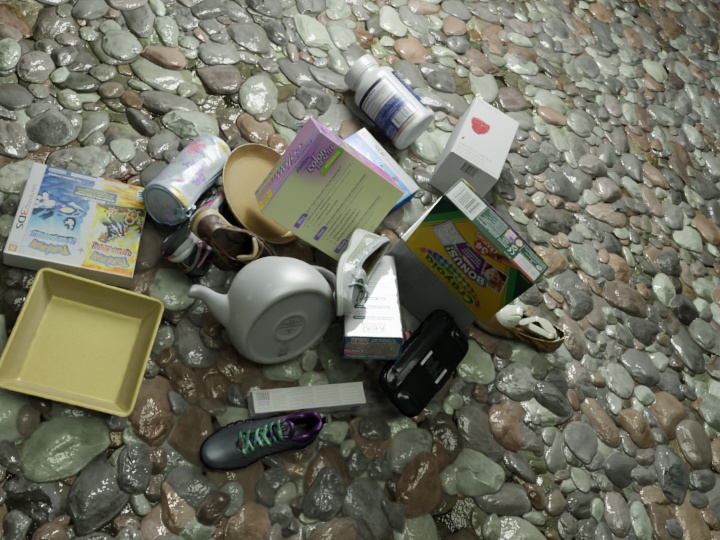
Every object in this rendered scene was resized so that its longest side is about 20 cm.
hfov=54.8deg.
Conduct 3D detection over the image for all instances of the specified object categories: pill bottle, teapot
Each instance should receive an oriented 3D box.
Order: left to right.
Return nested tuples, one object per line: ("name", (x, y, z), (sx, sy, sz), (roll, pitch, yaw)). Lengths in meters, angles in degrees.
("teapot", (-0.145, 0.047, 1.163), (0.197, 0.200, 0.146), (-40, 52, 3))
("pill bottle", (0.058, -0.374, 1.527), (0.200, 0.111, 0.111), (48, 54, 7))

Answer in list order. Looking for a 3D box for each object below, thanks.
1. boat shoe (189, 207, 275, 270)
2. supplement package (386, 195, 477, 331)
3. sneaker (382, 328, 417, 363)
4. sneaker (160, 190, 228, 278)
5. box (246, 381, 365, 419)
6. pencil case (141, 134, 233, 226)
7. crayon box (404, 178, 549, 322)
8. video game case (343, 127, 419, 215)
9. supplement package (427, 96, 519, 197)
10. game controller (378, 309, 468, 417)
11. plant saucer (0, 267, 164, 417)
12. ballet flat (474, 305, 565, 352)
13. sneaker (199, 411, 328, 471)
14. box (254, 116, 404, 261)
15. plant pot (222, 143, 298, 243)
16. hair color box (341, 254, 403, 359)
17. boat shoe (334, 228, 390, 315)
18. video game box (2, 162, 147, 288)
("boat shoe", (-0.202, -0.036, 1.182), (0.072, 0.200, 0.072), (34, 84, 38))
("supplement package", (0.160, 0.000, 1.331), (0.200, 0.152, 0.151), (43, 56, 4))
("sneaker", (0.088, 0.122, 1.279), (0.200, 0.071, 0.113), (38, 57, -9))
("sneaker", (-0.280, -0.060, 1.225), (0.087, 0.080, 0.201), (61, 33, -30))
("box", (-0.089, 0.218, 1.163), (0.198, 0.039, 0.042), (-1, 64, -25))
("pencil case", (-0.304, -0.165, 1.238), (0.090, 0.084, 0.201), (6, 40, 16))
("crayon box", (0.188, -0.027, 1.161), (0.200, 0.173, 0.058), (46, 58, 5))
("video game case", (-0.005, -0.182, 1.429), (0.181, 0.045, 0.200), (48, 55, 8))
("supplement package", (0.253, -0.263, 1.545), (0.121, 0.120, 0.201), (30, 54, -5))
("game controller", (0.116, 0.162, 1.224), (0.200, 0.042, 0.105), (-45, 111, -30))
("plant saucer", (-0.425, 0.115, 1.065), (0.199, 0.048, 0.201), (18, 56, -15))
("ballet flat", (0.326, 0.108, 1.394), (0.199, 0.072, 0.068), (24, 56, -10))
("sneaker", (-0.150, 0.254, 1.085), (0.199, 0.088, 0.075), (-10, 66, -29))
("box", (-0.058, -0.140, 1.257), (0.199, 0.176, 0.097), (31, 15, -29))
("plant pot", (-0.179, -0.141, 1.303), (0.199, 0.027, 0.202), (22, 56, -37))
("hair color box", (0.016, 0.060, 1.210), (0.099, 0.061, 0.201), (2, 42, -4))
("boat shoe", (0.000, 0.001, 1.175), (0.064, 0.075, 0.202), (9, 37, 10))
("video game box", (-0.466, -0.076, 1.159), (0.198, 0.047, 0.184), (12, 60, -18))
